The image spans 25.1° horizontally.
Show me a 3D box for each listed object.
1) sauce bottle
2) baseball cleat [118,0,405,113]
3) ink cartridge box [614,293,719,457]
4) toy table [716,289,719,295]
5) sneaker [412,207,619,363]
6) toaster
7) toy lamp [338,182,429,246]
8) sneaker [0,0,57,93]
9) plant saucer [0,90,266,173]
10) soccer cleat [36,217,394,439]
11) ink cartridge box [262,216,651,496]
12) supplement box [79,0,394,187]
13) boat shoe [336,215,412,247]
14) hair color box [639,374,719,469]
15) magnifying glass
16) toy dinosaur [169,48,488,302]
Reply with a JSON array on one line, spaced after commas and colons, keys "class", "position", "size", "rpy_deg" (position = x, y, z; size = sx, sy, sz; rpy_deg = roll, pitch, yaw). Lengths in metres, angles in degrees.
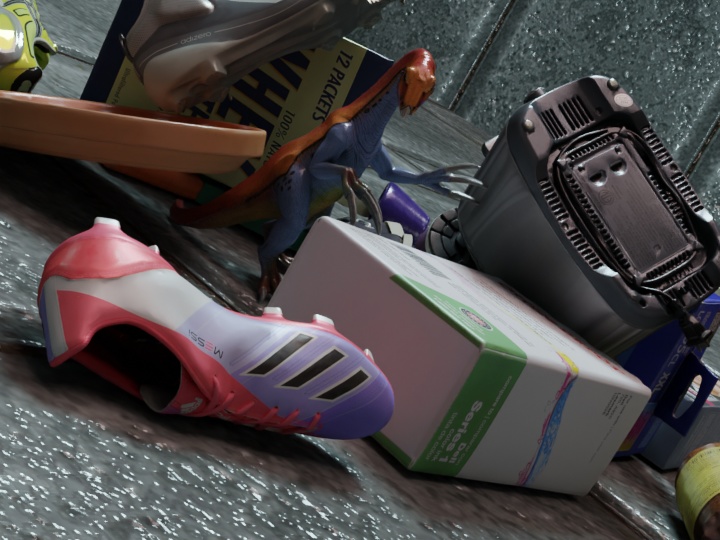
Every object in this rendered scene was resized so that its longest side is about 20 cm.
[{"class": "sauce bottle", "position": [0.237, 0.163, 1.011], "size": [0.066, 0.066, 0.200], "rpy_deg": [30, 12, 0]}, {"class": "baseball cleat", "position": [-0.071, -0.187, 1.113], "size": [0.107, 0.199, 0.070], "rpy_deg": [57, -19, 18]}, {"class": "ink cartridge box", "position": [0.176, 0.044, 1.193], "size": [0.199, 0.137, 0.076], "rpy_deg": [35, 15, 25]}, {"class": "toy table", "position": [0.279, 0.030, 1.608], "size": [0.199, 0.118, 0.183], "rpy_deg": [37, 12, 28]}, {"class": "sneaker", "position": [0.109, 0.051, 1.151], "size": [0.075, 0.088, 0.201], "rpy_deg": [-33, 82, -31]}, {"class": "toaster", "position": [0.152, -0.018, 1.072], "size": [0.113, 0.129, 0.201], "rpy_deg": [-28, 79, -29]}, {"class": "toy lamp", "position": [-0.032, -0.080, 1.423], "size": [0.199, 0.059, 0.058], "rpy_deg": [30, 10, -5]}, {"class": "sneaker", "position": [-0.266, -0.172, 1.195], "size": [0.076, 0.076, 0.200], "rpy_deg": [35, 19, -17]}, {"class": "plant saucer", "position": [-0.159, -0.087, 1.020], "size": [0.198, 0.033, 0.200], "rpy_deg": [9, 6, -1]}, {"class": "soccer cleat", "position": [-0.065, 0.048, 0.759], "size": [0.199, 0.067, 0.077], "rpy_deg": [31, 40, -32]}, {"class": "ink cartridge box", "position": [0.059, 0.055, 0.962], "size": [0.145, 0.084, 0.199], "rpy_deg": [38, 13, 36]}, {"class": "supplement box", "position": [-0.089, -0.141, 1.252], "size": [0.198, 0.135, 0.200], "rpy_deg": [25, 6, -2]}, {"class": "boat shoe", "position": [0.000, 0.000, 1.148], "size": [0.062, 0.073, 0.200], "rpy_deg": [10, 10, -4]}, {"class": "hair color box", "position": [0.247, 0.107, 1.311], "size": [0.099, 0.061, 0.200], "rpy_deg": [35, 11, 24]}, {"class": "magnifying glass", "position": [-0.109, -0.055, 1.202], "size": [0.199, 0.023, 0.080], "rpy_deg": [24, 12, -42]}, {"class": "toy dinosaur", "position": [-0.024, -0.070, 1.026], "size": [0.198, 0.183, 0.105], "rpy_deg": [24, 19, 9]}]
